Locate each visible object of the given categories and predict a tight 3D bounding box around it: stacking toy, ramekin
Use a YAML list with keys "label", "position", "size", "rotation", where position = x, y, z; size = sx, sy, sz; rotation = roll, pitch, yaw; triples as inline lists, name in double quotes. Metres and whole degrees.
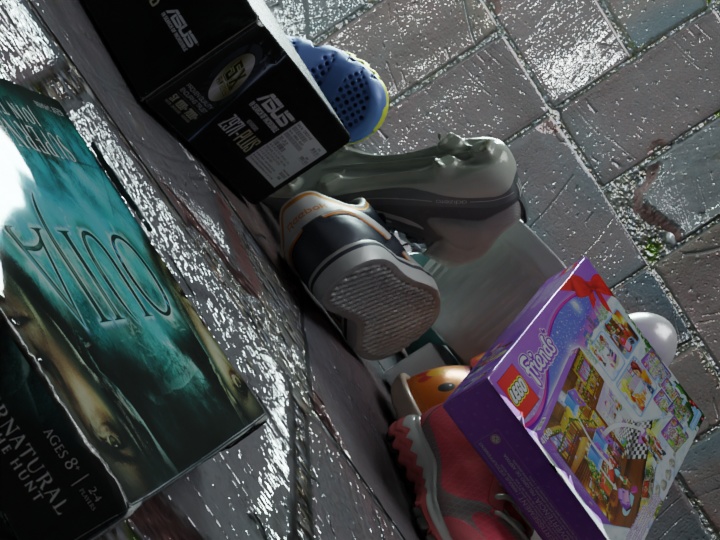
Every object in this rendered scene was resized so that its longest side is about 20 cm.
- label: "stacking toy"
  position: [0.134, 0.092, 1.064]
  size: [0.146, 0.200, 0.146]
  rotation: [57, 4, -6]
- label: "ramekin"
  position: [0.128, 0.049, 1.201]
  size: [0.200, 0.105, 0.200]
  rotation: [49, -1, 1]

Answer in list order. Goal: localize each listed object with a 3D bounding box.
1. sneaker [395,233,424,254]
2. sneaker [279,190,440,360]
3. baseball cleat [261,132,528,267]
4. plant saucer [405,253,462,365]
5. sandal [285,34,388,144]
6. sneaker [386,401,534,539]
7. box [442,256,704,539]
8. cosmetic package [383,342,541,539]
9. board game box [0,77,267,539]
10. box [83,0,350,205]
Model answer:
- label: "sneaker"
  position: [0.058, 0.008, 1.668]
  size: [0.114, 0.075, 0.200]
  rotation: [60, 11, 26]
- label: "sneaker"
  position: [0.000, 0.000, 1.052]
  size: [0.079, 0.078, 0.200]
  rotation: [55, 0, 23]
- label: "baseball cleat"
  position: [0.022, -0.043, 1.086]
  size: [0.070, 0.200, 0.106]
  rotation: [-61, 140, -44]
- label: "plant saucer"
  position: [0.088, 0.078, 1.386]
  size: [0.200, 0.036, 0.200]
  rotation: [49, -20, 24]
- label: "sandal"
  position: [-0.072, -0.154, 1.149]
  size: [0.200, 0.080, 0.087]
  rotation: [25, 7, 16]
- label: "sneaker"
  position: [0.077, 0.130, 0.905]
  size: [0.074, 0.087, 0.200]
  rotation: [53, 6, -30]
- label: "box"
  position: [0.138, 0.087, 0.929]
  size: [0.137, 0.039, 0.200]
  rotation: [54, 33, -2]
- label: "cosmetic package"
  position: [0.099, 0.154, 1.215]
  size: [0.200, 0.052, 0.151]
  rotation: [57, 6, 7]
- label: "board game box"
  position: [-0.086, 0.003, 0.420]
  size: [0.135, 0.028, 0.200]
  rotation: [56, 4, 2]
- label: "box"
  position: [-0.104, -0.156, 0.976]
  size: [0.164, 0.086, 0.200]
  rotation: [58, 5, 23]
